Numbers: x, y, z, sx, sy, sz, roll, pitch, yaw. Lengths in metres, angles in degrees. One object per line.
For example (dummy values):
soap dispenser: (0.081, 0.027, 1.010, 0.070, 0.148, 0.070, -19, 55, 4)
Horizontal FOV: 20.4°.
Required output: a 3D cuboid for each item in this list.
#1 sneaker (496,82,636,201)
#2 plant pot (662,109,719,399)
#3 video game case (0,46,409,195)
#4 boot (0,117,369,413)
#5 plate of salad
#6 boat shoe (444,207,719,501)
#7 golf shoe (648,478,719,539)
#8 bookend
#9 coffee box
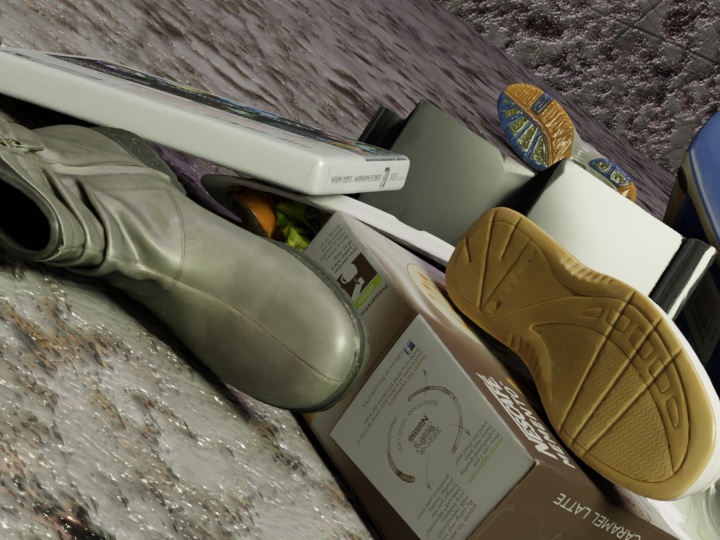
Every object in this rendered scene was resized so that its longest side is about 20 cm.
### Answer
sneaker: (0.232, -0.132, 2.316, 0.200, 0.075, 0.088, 47, 1, 2)
plant pot: (0.282, 0.001, 1.167, 0.200, 0.179, 0.200, 91, -18, -65)
video game case: (-0.088, -0.079, 1.062, 0.199, 0.023, 0.182, 18, 8, 13)
boot: (-0.100, -0.005, 0.852, 0.200, 0.068, 0.131, 37, 14, 26)
plate of salad: (0.000, 0.000, 1.094, 0.200, 0.048, 0.200, 23, -9, 4)
boat shoe: (0.114, 0.039, 0.900, 0.069, 0.071, 0.200, 29, 14, -38)
golf shoe: (0.165, 0.159, 1.040, 0.075, 0.091, 0.200, 88, -16, -57)
bookend: (0.081, -0.020, 1.178, 0.198, 0.092, 0.200, 34, -7, -3)
coffee box: (0.043, 0.074, 0.926, 0.114, 0.080, 0.200, 30, 15, -40)
